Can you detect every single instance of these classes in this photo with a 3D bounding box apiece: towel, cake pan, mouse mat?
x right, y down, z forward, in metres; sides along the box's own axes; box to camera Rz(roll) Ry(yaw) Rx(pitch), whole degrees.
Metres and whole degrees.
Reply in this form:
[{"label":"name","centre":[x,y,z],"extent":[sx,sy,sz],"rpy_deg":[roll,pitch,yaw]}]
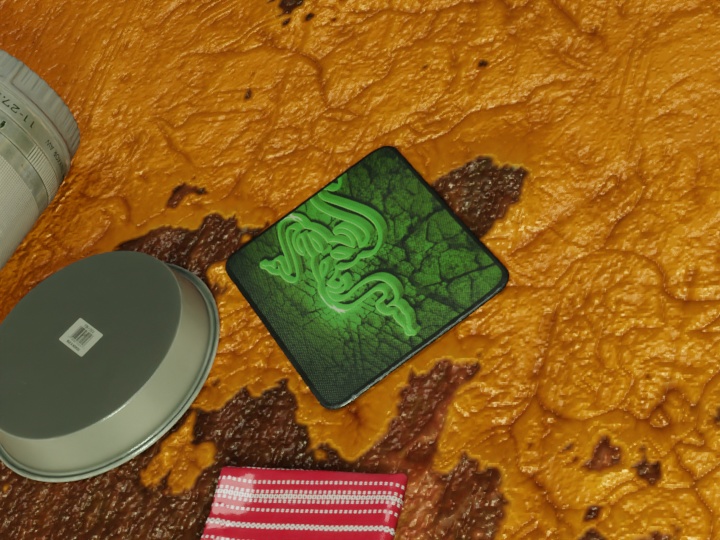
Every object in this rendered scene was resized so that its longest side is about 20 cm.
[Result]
[{"label":"towel","centre":[-0.059,0.211,1.167],"extent":[0.144,0.023,0.201],"rpy_deg":[0,52,29]},{"label":"cake pan","centre":[-0.200,0.063,1.370],"extent":[0.199,0.037,0.201],"rpy_deg":[-16,45,17]},{"label":"mouse mat","centre":[0.000,0.000,1.332],"extent":[0.161,0.008,0.200],"rpy_deg":[-36,42,-3]}]

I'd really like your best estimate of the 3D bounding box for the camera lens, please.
[{"label":"camera lens","centre":[-0.338,-0.068,1.477],"extent":[0.159,0.160,0.201],"rpy_deg":[12,58,37]}]
